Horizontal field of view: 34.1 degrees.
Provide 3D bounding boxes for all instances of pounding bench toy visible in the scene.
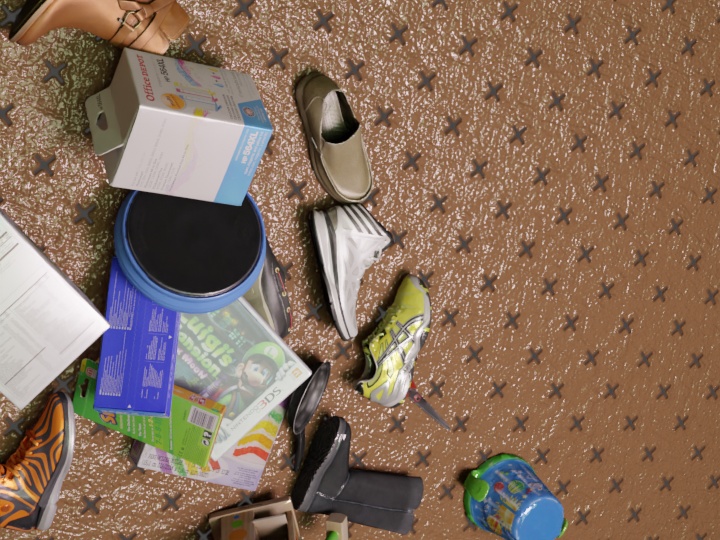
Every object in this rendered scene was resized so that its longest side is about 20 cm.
[{"bbox_3d":[-0.108,0.421,1.682,0.200,0.156,0.124,-13,112,-2],"label":"pounding bench toy"}]

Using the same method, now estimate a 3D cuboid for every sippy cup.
[{"bbox_3d":[0.257,0.385,1.905,0.177,0.130,0.140,-10,109,-24],"label":"sippy cup"}]

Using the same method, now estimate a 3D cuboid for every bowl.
[{"bbox_3d":[-0.218,-0.045,1.524,0.200,0.039,0.201,6,69,-17],"label":"bowl"}]

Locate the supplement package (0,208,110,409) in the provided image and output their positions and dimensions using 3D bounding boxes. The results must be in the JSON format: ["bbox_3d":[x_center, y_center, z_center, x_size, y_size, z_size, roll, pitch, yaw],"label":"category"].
[{"bbox_3d":[-0.441,0.031,1.430,0.151,0.152,0.200,-44,119,-9],"label":"supplement package"}]

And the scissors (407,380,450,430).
[{"bbox_3d":[0.075,0.194,1.824,0.073,0.014,0.200,-36,119,-16],"label":"scissors"}]

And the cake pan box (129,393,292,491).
[{"bbox_3d":[-0.210,0.204,1.660,0.200,0.052,0.185,20,93,-29],"label":"cake pan box"}]

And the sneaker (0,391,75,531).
[{"bbox_3d":[-0.445,0.251,1.538,0.112,0.078,0.200,10,100,-30],"label":"sneaker"}]

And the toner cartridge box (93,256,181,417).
[{"bbox_3d":[-0.285,0.087,1.525,0.095,0.043,0.200,5,77,0],"label":"toner cartridge box"}]

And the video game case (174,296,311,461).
[{"bbox_3d":[-0.197,0.128,1.587,0.182,0.023,0.200,-42,101,-2],"label":"video game case"}]

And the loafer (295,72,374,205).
[{"bbox_3d":[-0.032,-0.175,1.624,0.076,0.067,0.200,-32,117,-15],"label":"loafer"}]

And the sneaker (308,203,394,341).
[{"bbox_3d":[0.000,0.000,1.677,0.115,0.076,0.201,-13,109,-7],"label":"sneaker"}]

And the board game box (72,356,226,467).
[{"bbox_3d":[-0.284,0.185,1.565,0.200,0.030,0.096,21,119,1],"label":"board game box"}]

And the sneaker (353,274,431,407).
[{"bbox_3d":[0.048,0.102,1.739,0.076,0.075,0.200,16,87,-23],"label":"sneaker"}]

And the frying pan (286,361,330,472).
[{"bbox_3d":[-0.078,0.205,1.731,0.115,0.031,0.190,-57,164,-35],"label":"frying pan"}]

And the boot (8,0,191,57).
[{"bbox_3d":[-0.318,-0.306,1.446,0.200,0.077,0.155,-48,124,-15],"label":"boot"}]

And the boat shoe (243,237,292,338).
[{"bbox_3d":[-0.144,0.008,1.629,0.063,0.074,0.202,-29,111,-54],"label":"boat shoe"}]

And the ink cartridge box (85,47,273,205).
[{"bbox_3d":[-0.234,-0.179,1.463,0.200,0.129,0.125,7,129,-30],"label":"ink cartridge box"}]

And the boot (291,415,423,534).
[{"bbox_3d":[0.013,0.314,1.792,0.200,0.066,0.165,19,108,-24],"label":"boot"}]
